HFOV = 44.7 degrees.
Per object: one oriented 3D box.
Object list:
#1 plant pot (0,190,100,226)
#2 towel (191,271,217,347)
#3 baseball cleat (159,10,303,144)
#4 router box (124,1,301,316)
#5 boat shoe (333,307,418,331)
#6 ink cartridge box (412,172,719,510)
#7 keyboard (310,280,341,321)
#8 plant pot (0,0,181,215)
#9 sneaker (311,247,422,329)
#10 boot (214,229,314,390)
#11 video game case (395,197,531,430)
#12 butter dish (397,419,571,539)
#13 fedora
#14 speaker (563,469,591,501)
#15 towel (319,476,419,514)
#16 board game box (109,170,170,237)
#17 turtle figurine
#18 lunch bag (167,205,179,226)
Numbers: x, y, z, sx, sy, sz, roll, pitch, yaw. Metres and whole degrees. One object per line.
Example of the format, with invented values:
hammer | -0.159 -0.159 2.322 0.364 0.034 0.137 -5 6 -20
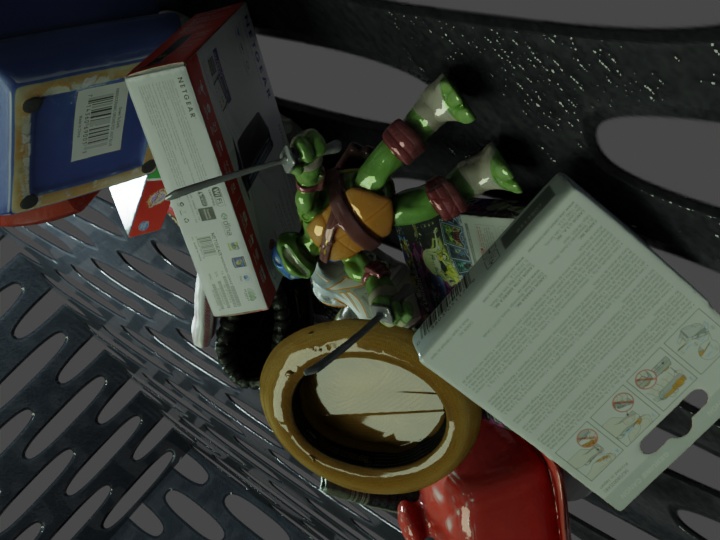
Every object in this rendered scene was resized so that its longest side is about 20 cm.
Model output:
plant pot | -0.419 -0.181 1.153 0.175 0.201 0.201 12 146 33
towel | -0.148 -0.028 0.846 0.200 0.030 0.148 -105 18 -71
baseball cleat | -0.134 -0.155 0.847 0.200 0.070 0.106 47 158 -8
router box | -0.106 -0.096 0.715 0.048 0.180 0.202 -9 119 13
boat shoe | 0.057 0.101 0.986 0.200 0.072 0.066 38 150 6
ink cartridge box | 0.162 0.055 0.624 0.199 0.163 0.057 36 -163 -16
keyboard | 0.005 0.093 1.138 0.200 0.021 0.127 41 158 8
plant pot | -0.269 -0.175 0.751 0.180 0.199 0.201 50 140 22
sneaker | 0.000 0.000 0.904 0.199 0.076 0.093 14 141 49
boot | -0.098 0.000 0.854 0.158 0.079 0.214 -16 -87 -79
video game case | 0.108 0.038 0.728 0.181 0.036 0.202 12 123 60
butter dish | 0.106 0.221 0.839 0.200 0.146 0.201 -122 18 -62
fedora | 0.012 0.107 0.784 0.198 0.082 0.203 6 121 11
speaker | 0.207 0.151 0.809 0.081 0.081 0.201 35 157 18
towel | 0.030 0.181 0.974 0.191 0.201 0.035 19 130 -25
board game box | -0.238 -0.151 0.929 0.154 0.040 0.200 65 148 16
turtle figurine | 0.011 -0.036 0.616 0.145 0.193 0.200 58 -167 12
lunch bag | -0.160 -0.082 1.012 0.200 0.082 0.176 47 158 -9
